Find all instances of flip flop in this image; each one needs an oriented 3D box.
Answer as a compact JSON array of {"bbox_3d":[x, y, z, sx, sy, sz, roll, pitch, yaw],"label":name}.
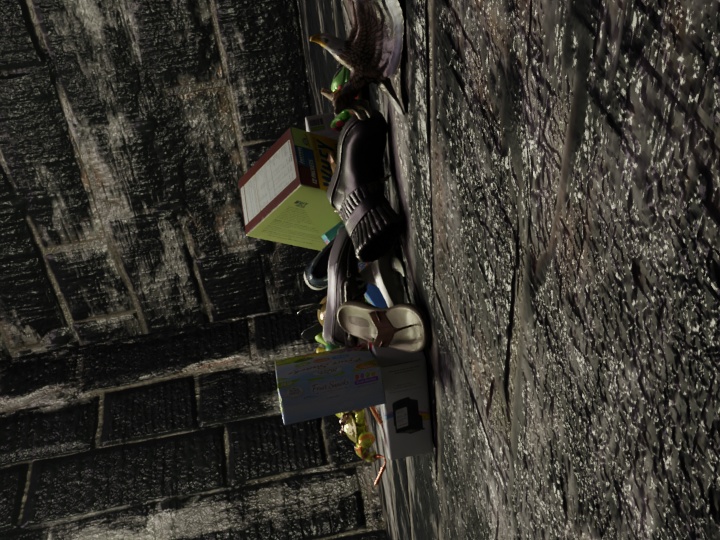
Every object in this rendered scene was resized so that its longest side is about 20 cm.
[{"bbox_3d":[0.030,0.090,1.353,0.198,0.057,0.082,9,112,41],"label":"flip flop"}]

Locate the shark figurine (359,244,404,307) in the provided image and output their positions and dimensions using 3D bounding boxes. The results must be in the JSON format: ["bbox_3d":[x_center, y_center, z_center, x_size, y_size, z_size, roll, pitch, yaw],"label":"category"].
[{"bbox_3d":[0.037,0.027,1.500,0.128,0.088,0.217,88,173,-69],"label":"shark figurine"}]

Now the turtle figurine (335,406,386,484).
[{"bbox_3d":[-0.009,0.278,1.529,0.162,0.064,0.202,-127,23,-56],"label":"turtle figurine"}]

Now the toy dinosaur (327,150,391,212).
[{"bbox_3d":[-0.019,-0.155,1.519,0.200,0.058,0.102,36,136,51],"label":"toy dinosaur"}]

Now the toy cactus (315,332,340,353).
[{"bbox_3d":[-0.027,0.205,1.941,0.103,0.199,0.165,-54,3,31],"label":"toy cactus"}]

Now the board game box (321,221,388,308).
[{"bbox_3d":[0.000,0.000,1.654,0.201,0.045,0.152,54,177,-4],"label":"board game box"}]

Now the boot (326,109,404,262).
[{"bbox_3d":[0.019,-0.135,1.381,0.213,0.078,0.159,107,146,-42],"label":"boot"}]

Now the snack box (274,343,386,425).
[{"bbox_3d":[-0.054,0.183,1.408,0.200,0.166,0.069,-139,39,-79],"label":"snack box"}]

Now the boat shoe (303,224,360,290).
[{"bbox_3d":[-0.021,-0.044,1.540,0.075,0.199,0.062,53,164,1],"label":"boat shoe"}]

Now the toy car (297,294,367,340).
[{"bbox_3d":[-0.037,0.105,1.872,0.165,0.197,0.159,85,174,-47],"label":"toy car"}]

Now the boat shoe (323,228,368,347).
[{"bbox_3d":[-0.018,0.031,1.464,0.071,0.063,0.203,-12,-71,-66],"label":"boat shoe"}]

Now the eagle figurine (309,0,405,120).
[{"bbox_3d":[0.004,-0.310,1.140,0.151,0.150,0.202,32,112,27],"label":"eagle figurine"}]

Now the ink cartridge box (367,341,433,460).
[{"bbox_3d":[0.068,0.203,1.487,0.146,0.082,0.202,-109,11,-60],"label":"ink cartridge box"}]

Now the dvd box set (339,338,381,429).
[{"bbox_3d":[0.029,0.185,1.638,0.202,0.029,0.147,65,-155,-23],"label":"dvd box set"}]

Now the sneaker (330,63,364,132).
[{"bbox_3d":[-0.019,-0.330,1.637,0.200,0.076,0.085,99,178,-67],"label":"sneaker"}]

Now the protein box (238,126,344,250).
[{"bbox_3d":[-0.107,-0.159,1.721,0.199,0.197,0.137,-36,56,41],"label":"protein box"}]

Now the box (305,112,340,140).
[{"bbox_3d":[-0.059,-0.259,1.932,0.201,0.111,0.103,92,166,-64],"label":"box"}]
